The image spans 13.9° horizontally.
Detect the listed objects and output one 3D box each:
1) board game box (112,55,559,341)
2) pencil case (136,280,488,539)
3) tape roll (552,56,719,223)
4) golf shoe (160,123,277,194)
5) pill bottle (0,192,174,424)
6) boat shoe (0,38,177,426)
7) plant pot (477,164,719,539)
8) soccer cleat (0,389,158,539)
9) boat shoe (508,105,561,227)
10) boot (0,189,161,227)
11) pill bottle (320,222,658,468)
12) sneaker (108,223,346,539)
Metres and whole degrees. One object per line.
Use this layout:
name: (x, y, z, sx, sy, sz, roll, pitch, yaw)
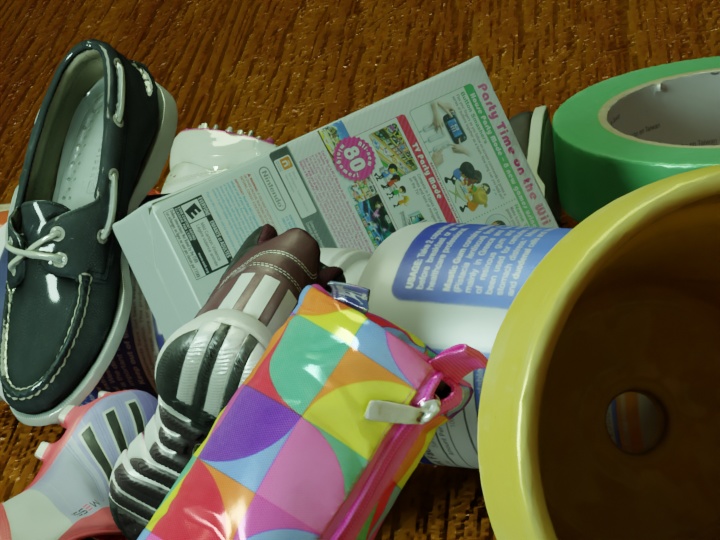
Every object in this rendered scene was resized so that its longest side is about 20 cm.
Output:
board game box: (0.000, 0.000, 1.467, 0.200, 0.148, 0.064, -25, -1, -26)
pencil case: (-0.035, 0.099, 1.171, 0.200, 0.088, 0.088, -57, 27, -5)
tape roll: (0.207, -0.069, 1.625, 0.200, 0.048, 0.200, -6, 19, 2)
golf shoe: (-0.030, -0.026, 1.729, 0.200, 0.075, 0.092, 9, 65, 27)
pill bottle: (-0.135, 0.022, 1.569, 0.200, 0.120, 0.120, -4, 21, 31)
boat shoe: (-0.149, -0.021, 1.483, 0.076, 0.060, 0.200, -8, 58, 30)
plant pot: (0.131, 0.063, 1.139, 0.201, 0.201, 0.189, -20, 3, -12)
soccer cleat: (-0.131, 0.117, 1.395, 0.076, 0.067, 0.200, 20, 26, 17)
boat shoe: (0.079, -0.038, 1.645, 0.060, 0.072, 0.201, -8, 21, 9)
boot: (-0.186, -0.004, 1.770, 0.200, 0.075, 0.107, -27, 26, -34)
pill bottle: (0.063, 0.035, 1.340, 0.200, 0.112, 0.112, 4, 25, 27)
sneaker: (-0.047, 0.051, 1.312, 0.076, 0.200, 0.116, 29, 56, 2)
